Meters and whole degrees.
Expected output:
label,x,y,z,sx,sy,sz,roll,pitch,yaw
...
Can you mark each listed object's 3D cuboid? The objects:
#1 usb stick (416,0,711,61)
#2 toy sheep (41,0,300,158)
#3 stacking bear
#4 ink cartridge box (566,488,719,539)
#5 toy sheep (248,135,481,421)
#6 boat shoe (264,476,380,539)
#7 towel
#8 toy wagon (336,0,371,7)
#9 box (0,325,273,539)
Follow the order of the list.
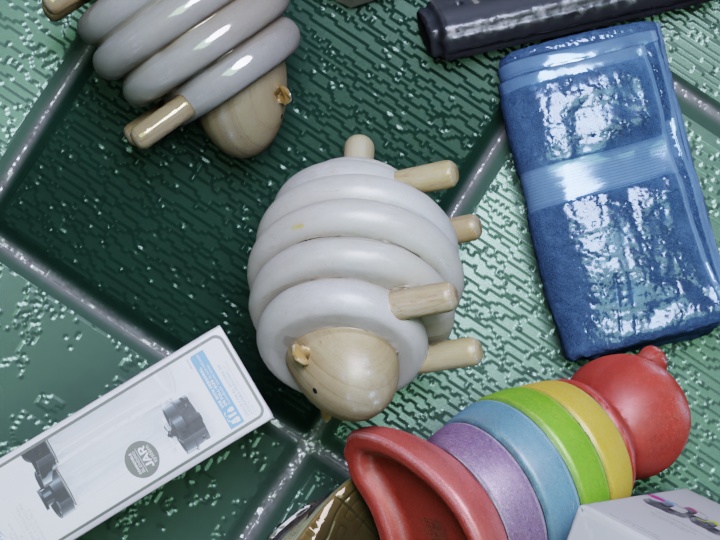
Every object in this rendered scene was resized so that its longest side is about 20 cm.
label,x,y,z,sx,sy,sz,roll,pitch,yaw
usb stick,0.135,-0.172,0.919,0.198,0.056,0.033,-14,129,-4
toy sheep,-0.110,-0.156,0.863,0.137,0.138,0.201,-34,104,-6
stacking bear,0.110,0.112,0.846,0.199,0.113,0.122,-25,103,-31
ink cartridge box,0.174,0.193,0.832,0.068,0.199,0.116,24,99,32
toy sheep,0.000,0.000,0.844,0.137,0.138,0.201,8,48,-3
boat shoe,-0.024,0.168,0.865,0.199,0.065,0.074,-35,106,-25
towel,0.156,-0.048,0.908,0.111,0.049,0.202,-13,85,-4
toy wagon,-0.007,-0.274,0.925,0.154,0.040,0.202,-19,85,-5
box,-0.149,0.112,0.840,0.199,0.117,0.060,-32,87,-5
